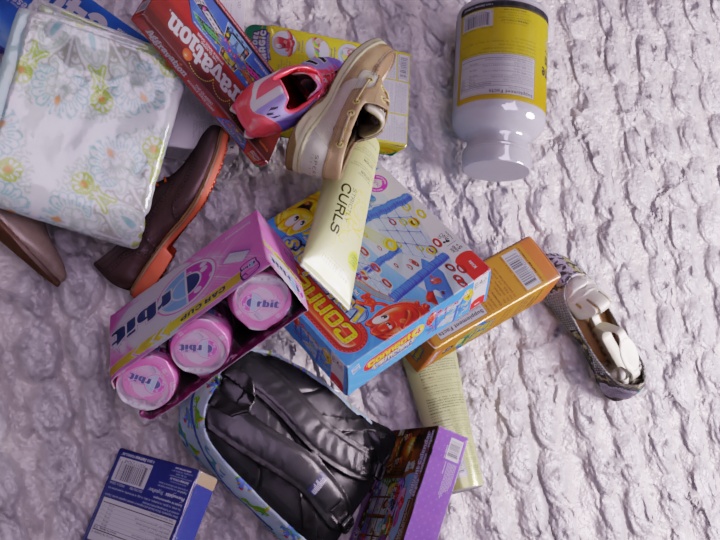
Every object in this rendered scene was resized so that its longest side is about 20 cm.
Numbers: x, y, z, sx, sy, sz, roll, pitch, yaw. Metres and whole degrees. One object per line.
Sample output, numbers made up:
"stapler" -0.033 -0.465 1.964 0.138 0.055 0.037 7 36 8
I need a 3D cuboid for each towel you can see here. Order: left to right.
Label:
"towel" -0.267 -0.140 1.002 0.170 0.048 0.202 17 82 -17

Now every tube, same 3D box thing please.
"tube" -0.018 -0.059 1.072 0.058 0.052 0.201 15 52 -4
"tube" 0.091 0.148 1.172 0.058 0.052 0.202 11 62 -60

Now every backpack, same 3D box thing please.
"backpack" -0.090 0.168 1.054 0.200 0.153 0.164 45 68 -31

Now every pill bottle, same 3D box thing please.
"pill bottle" 0.164 -0.213 1.235 0.111 0.112 0.202 9 77 -20

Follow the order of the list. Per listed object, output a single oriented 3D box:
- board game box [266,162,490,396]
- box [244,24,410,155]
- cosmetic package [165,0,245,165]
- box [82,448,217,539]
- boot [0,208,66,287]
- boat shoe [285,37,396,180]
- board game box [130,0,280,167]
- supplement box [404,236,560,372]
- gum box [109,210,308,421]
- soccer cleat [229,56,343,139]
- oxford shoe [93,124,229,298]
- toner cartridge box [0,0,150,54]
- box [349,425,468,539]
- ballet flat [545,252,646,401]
"board game box" 0.000 0.000 1.108 0.195 0.056 0.200 -32 61 -24
"box" -0.043 -0.204 1.187 0.198 0.048 0.118 8 78 -22
"cosmetic package" -0.172 -0.220 1.136 0.082 0.051 0.202 5 78 -17
"box" -0.220 0.276 0.985 0.032 0.120 0.201 41 63 -45
"boot" -0.325 -0.102 1.042 0.200 0.070 0.146 45 67 -7
"boat shoe" -0.005 -0.161 1.070 0.066 0.074 0.201 25 56 11
"board game box" -0.142 -0.209 1.052 0.200 0.019 0.103 50 44 -35
"supplement box" 0.129 0.037 1.181 0.199 0.067 0.069 -25 70 -27
"gum box" -0.154 0.045 1.009 0.199 0.114 0.066 -35 120 8
"soccer cleat" -0.054 -0.187 1.081 0.200 0.076 0.067 -34 98 -53
"oxford shoe" -0.199 -0.070 1.066 0.072 0.071 0.201 31 86 -8
"toner cartridge box" -0.297 -0.232 1.068 0.199 0.043 0.095 34 81 -1
"box" 0.036 0.262 1.076 0.039 0.137 0.201 25 71 -16
"ballet flat" 0.285 0.062 1.252 0.072 0.072 0.201 -30 91 -24
